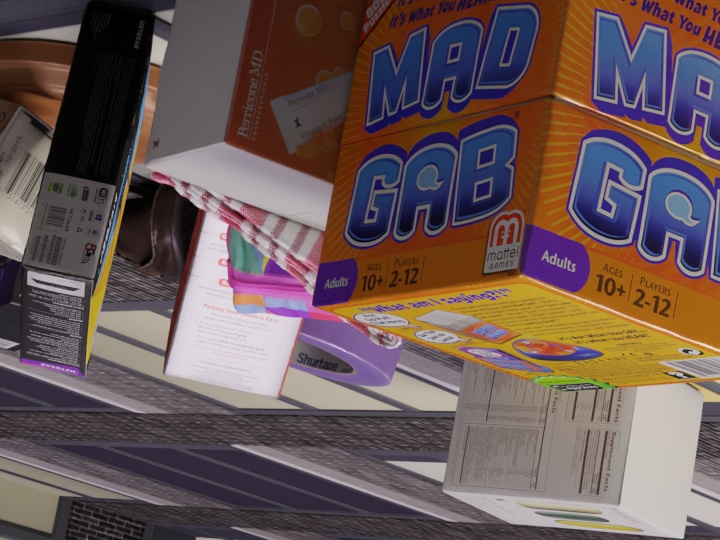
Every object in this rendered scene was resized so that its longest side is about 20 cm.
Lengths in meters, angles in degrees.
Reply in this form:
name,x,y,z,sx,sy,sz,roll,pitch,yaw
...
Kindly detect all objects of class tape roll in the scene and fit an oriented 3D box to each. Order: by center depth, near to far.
name,x,y,z,sx,sy,sz,roll,pitch,yaw
tape roll,-0.054,0.028,2.019,0.199,0.086,0.200,18,170,3

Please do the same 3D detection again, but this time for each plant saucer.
name,x,y,z,sx,sy,sz,roll,pitch,yaw
plant saucer,-0.197,-0.118,1.706,0.199,0.033,0.200,9,166,2

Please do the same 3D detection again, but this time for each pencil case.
name,x,y,z,sx,sy,sz,roll,pitch,yaw
pencil case,0.000,0.000,1.672,0.198,0.089,0.088,5,166,21

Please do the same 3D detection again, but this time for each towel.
name,x,y,z,sx,sy,sz,roll,pitch,yaw
towel,-0.036,-0.047,1.525,0.200,0.147,0.030,39,126,-9

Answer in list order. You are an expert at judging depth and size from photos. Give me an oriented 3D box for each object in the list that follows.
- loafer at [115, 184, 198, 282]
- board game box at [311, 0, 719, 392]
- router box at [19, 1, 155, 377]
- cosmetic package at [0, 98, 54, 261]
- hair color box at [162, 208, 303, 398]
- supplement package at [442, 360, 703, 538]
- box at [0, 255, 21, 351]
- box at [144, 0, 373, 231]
name,x,y,z,sx,sy,sz,roll,pitch,yaw
loafer,-0.177,-0.028,1.962,0.070,0.074,0.200,11,166,-7
board game box,0.122,-0.055,1.356,0.199,0.201,0.199,19,164,-32
router box,-0.181,-0.052,1.537,0.051,0.201,0.149,12,153,-3
cosmetic package,-0.298,-0.079,1.700,0.199,0.088,0.103,17,164,40
hair color box,-0.089,0.004,1.838,0.101,0.061,0.201,13,131,-7
supplement package,0.212,0.171,2.314,0.199,0.152,0.152,1,163,34
box,-0.274,-0.019,1.933,0.078,0.142,0.200,19,164,-24
box,-0.018,-0.099,1.445,0.199,0.125,0.097,19,164,-32
